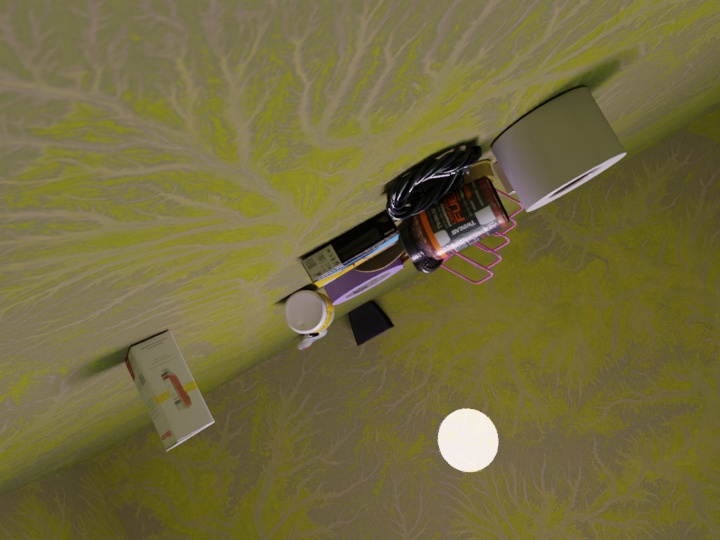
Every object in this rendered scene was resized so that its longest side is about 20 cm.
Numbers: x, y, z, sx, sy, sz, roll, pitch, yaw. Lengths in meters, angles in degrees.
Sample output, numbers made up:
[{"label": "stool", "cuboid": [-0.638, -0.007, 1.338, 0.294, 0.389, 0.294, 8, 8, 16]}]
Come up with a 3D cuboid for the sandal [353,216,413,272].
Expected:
[{"label": "sandal", "cuboid": [0.068, -0.058, 1.374, 0.211, 0.078, 0.070, -34, 173, -6]}]

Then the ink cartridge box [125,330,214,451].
[{"label": "ink cartridge box", "cuboid": [-0.380, 0.240, 1.202, 0.083, 0.201, 0.145, -24, 172, -32]}]

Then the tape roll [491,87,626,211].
[{"label": "tape roll", "cuboid": [0.360, -0.218, 1.117, 0.201, 0.140, 0.203, -28, 174, -3]}]

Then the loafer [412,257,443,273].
[{"label": "loafer", "cuboid": [0.155, -0.066, 1.405, 0.071, 0.073, 0.201, -17, -146, 36]}]

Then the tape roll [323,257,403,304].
[{"label": "tape roll", "cuboid": [0.000, 0.000, 1.485, 0.199, 0.086, 0.200, -28, 174, -3]}]

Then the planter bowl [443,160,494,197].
[{"label": "planter bowl", "cuboid": [0.222, -0.128, 1.272, 0.199, 0.084, 0.201, -34, 162, -13]}]

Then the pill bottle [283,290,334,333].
[{"label": "pill bottle", "cuboid": [-0.132, 0.113, 1.648, 0.112, 0.114, 0.200, -29, 173, 3]}]

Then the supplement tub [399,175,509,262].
[{"label": "supplement tub", "cuboid": [0.175, -0.090, 1.163, 0.199, 0.108, 0.107, -28, 174, 16]}]

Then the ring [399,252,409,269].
[{"label": "ring", "cuboid": [0.157, -0.072, 1.573, 0.201, 0.019, 0.200, -46, -176, 4]}]

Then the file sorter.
[{"label": "file sorter", "cuboid": [0.285, -0.086, 1.456, 0.201, 0.125, 0.139, -63, -177, -15]}]

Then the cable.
[{"label": "cable", "cuboid": [0.128, -0.151, 1.048, 0.199, 0.051, 0.163, -23, 171, -38]}]

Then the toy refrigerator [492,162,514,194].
[{"label": "toy refrigerator", "cuboid": [0.388, -0.247, 1.291, 0.199, 0.076, 0.070, -35, 171, 37]}]

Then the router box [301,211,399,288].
[{"label": "router box", "cuboid": [-0.017, -0.039, 1.256, 0.199, 0.051, 0.149, -31, 173, -1]}]

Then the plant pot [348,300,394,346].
[{"label": "plant pot", "cuboid": [0.045, 0.266, 3.192, 0.199, 0.179, 0.199, -28, 174, 6]}]

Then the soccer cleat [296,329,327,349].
[{"label": "soccer cleat", "cuboid": [-0.245, 0.310, 2.868, 0.199, 0.070, 0.086, -35, 155, 27]}]
